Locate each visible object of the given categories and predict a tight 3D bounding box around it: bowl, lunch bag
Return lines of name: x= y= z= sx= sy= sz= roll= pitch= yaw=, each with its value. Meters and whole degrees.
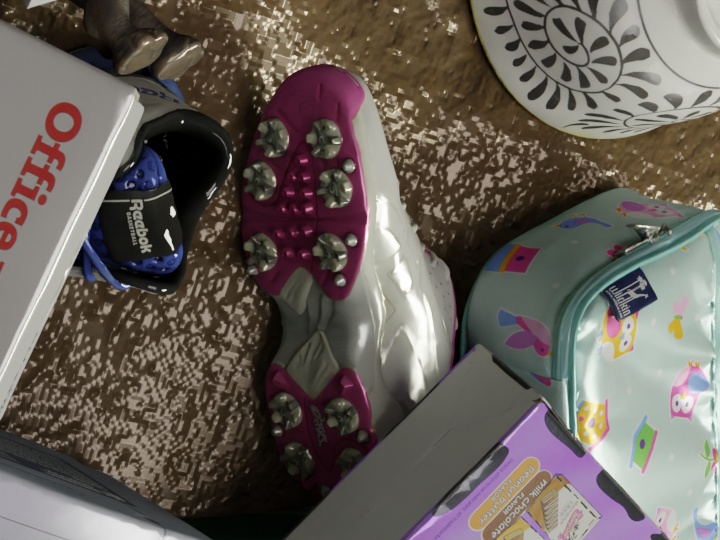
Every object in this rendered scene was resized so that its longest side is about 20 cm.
bowl: x=0.154 y=-0.148 z=1.155 sx=0.200 sy=0.094 sz=0.202 roll=-12 pitch=113 yaw=-31
lunch bag: x=0.122 y=0.065 z=1.201 sx=0.160 sy=0.077 sz=0.202 roll=-24 pitch=121 yaw=-42

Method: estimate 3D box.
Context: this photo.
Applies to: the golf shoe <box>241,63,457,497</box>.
golf shoe: x=0.000 y=0.000 z=1.118 sx=0.091 sy=0.075 sz=0.202 roll=-27 pitch=123 yaw=-43

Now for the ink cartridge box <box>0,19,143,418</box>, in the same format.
ink cartridge box: x=-0.193 y=-0.041 z=0.888 sx=0.199 sy=0.084 sz=0.145 roll=26 pitch=90 yaw=-6

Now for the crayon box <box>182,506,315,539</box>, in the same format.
crayon box: x=-0.028 y=0.211 z=1.150 sx=0.171 sy=0.058 sz=0.202 roll=-3 pitch=100 yaw=-32

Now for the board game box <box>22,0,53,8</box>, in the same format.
board game box: x=-0.064 y=-0.189 z=0.971 sx=0.199 sy=0.034 sz=0.135 roll=-21 pitch=77 yaw=-29

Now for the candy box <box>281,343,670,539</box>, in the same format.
candy box: x=0.063 y=0.163 z=1.100 sx=0.168 sy=0.072 sz=0.200 roll=-44 pitch=119 yaw=-2

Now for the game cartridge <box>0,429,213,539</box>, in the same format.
game cartridge: x=-0.155 y=0.080 z=0.984 sx=0.199 sy=0.133 sz=0.042 roll=25 pitch=93 yaw=-38

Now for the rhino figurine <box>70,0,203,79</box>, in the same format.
rhino figurine: x=-0.044 y=-0.155 z=1.020 sx=0.199 sy=0.088 sz=0.060 roll=-35 pitch=167 yaw=-22

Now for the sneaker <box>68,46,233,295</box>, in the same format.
sneaker: x=-0.130 y=-0.028 z=0.976 sx=0.198 sy=0.115 sz=0.081 roll=-24 pitch=118 yaw=-27
